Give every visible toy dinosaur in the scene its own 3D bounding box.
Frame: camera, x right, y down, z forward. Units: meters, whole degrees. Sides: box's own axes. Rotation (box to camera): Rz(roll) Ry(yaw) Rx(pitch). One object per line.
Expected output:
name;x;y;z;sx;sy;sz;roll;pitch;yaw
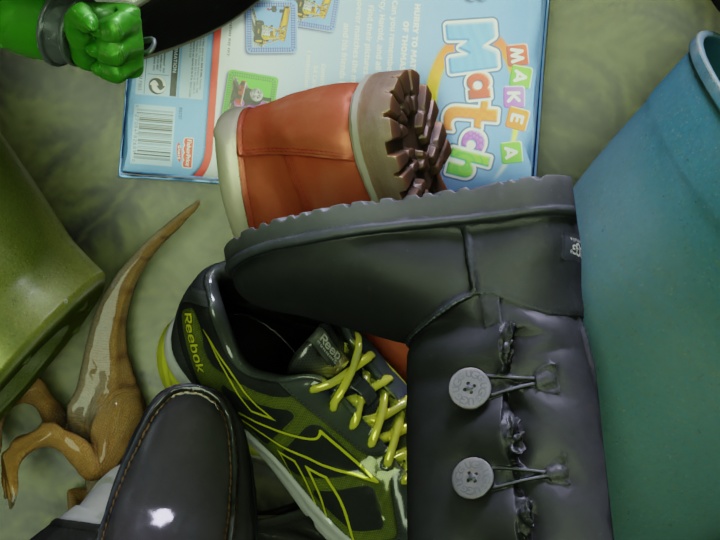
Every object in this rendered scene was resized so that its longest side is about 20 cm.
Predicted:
toy dinosaur;-0.126;0.069;1.265;0.106;0.060;0.201;-8;100;-17

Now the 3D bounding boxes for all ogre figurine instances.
ogre figurine;-0.165;-0.176;1.129;0.119;0.098;0.201;-7;125;36

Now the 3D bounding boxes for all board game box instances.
board game box;-0.010;-0.112;1.248;0.199;0.037;0.152;5;93;5

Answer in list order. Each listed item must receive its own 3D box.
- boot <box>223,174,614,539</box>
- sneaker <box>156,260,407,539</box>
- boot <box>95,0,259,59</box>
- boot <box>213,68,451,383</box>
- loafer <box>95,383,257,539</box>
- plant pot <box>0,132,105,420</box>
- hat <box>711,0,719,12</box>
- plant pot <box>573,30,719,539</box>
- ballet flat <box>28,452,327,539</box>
boot;0.025;0.072;1.107;0.164;0.066;0.201;-10;79;22
sneaker;-0.009;0.069;1.186;0.199;0.085;0.075;31;59;10
boot;-0.077;-0.198;1.204;0.200;0.072;0.144;-37;76;-7
boot;0.000;0.000;1.224;0.107;0.075;0.201;-6;121;23
loafer;-0.086;0.141;1.134;0.072;0.072;0.201;6;73;3
plant pot;-0.225;-0.010;1.186;0.193;0.200;0.201;41;95;1
hat;0.196;-0.166;1.177;0.081;0.200;0.202;15;94;30
plant pot;0.156;0.030;1.176;0.200;0.200;0.188;45;107;0
ballet flat;-0.080;0.119;1.225;0.199;0.068;0.069;-1;87;-23
